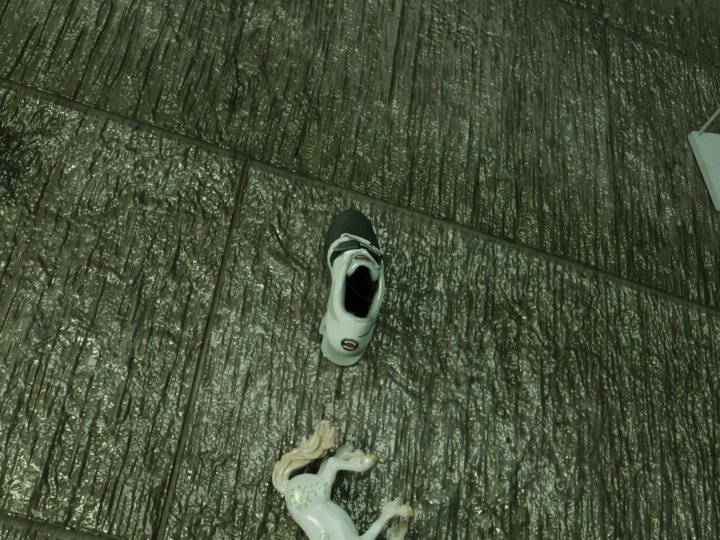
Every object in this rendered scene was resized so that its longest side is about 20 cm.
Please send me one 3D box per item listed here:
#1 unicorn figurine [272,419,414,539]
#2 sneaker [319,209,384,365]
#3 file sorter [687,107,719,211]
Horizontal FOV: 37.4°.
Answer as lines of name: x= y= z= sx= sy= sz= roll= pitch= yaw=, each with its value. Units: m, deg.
unicorn figurine: x=-0.017 y=0.253 z=1.027 sx=0.137 sy=0.074 sz=0.200 roll=-28 pitch=57 yaw=-25
sneaker: x=0.000 y=0.000 z=1.193 sx=0.073 sy=0.089 sz=0.202 roll=11 pitch=52 yaw=-14
file sorter: x=0.611 y=-0.171 z=1.550 sx=0.198 sy=0.125 sz=0.140 roll=4 pitch=55 yaw=-20
